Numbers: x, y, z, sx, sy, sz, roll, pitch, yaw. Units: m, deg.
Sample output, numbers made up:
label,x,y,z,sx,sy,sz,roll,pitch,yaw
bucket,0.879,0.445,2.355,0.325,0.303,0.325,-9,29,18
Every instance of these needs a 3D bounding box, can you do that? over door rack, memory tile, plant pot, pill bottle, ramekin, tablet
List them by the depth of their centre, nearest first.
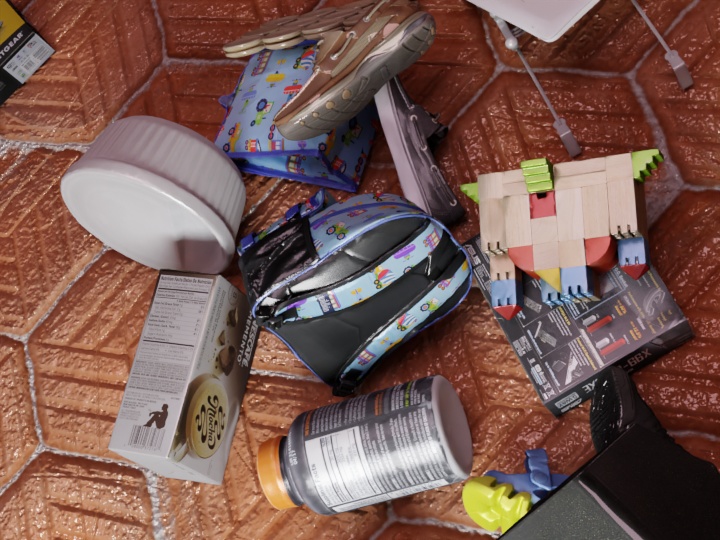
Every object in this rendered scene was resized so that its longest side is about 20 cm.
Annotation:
label,x,y,z,sx,sy,sz,roll,pitch,yaw
plant pot,0.211,0.241,1.105,0.178,0.200,0.200,51,121,11
pill bottle,0.001,0.176,1.360,0.200,0.106,0.106,-17,62,18
over door rack,0.235,-0.241,1.457,0.148,0.067,0.200,-31,59,11
tablet,0.194,-0.314,1.486,0.130,0.014,0.200,-42,38,-4
ramekin,-0.217,-0.085,1.531,0.202,0.202,0.094,9,60,28
memory tile,-0.043,-0.278,1.574,0.200,0.153,0.017,-8,109,24

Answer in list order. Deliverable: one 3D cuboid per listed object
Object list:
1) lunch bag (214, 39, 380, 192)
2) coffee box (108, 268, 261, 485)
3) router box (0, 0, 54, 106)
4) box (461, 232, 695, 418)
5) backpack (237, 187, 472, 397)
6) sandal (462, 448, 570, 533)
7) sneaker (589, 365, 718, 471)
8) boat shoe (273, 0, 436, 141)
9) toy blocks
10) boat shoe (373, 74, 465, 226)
label,x,y,z,sx,sy,sz,roll,pitch,yaw
lunch bag,-0.083,-0.182,1.570,0.200,0.094,0.151,8,71,34
coffee box,-0.179,0.111,1.469,0.080,0.113,0.200,4,69,26
router box,-0.518,-0.271,1.830,0.200,0.052,0.157,-46,57,1
box,0.207,0.018,1.365,0.158,0.050,0.200,-32,59,9
backpack,0.000,0.000,1.393,0.200,0.183,0.135,-34,43,11
sandal,0.196,0.222,1.270,0.200,0.080,0.087,29,54,23
sneaker,0.272,0.180,1.250,0.104,0.060,0.200,11,49,-17
boat shoe,-0.014,-0.212,1.452,0.200,0.076,0.072,-39,72,-8
toy blocks,0.193,-0.029,1.319,0.200,0.100,0.137,-7,77,22
boat shoe,0.064,-0.136,1.485,0.066,0.070,0.200,-18,69,5
